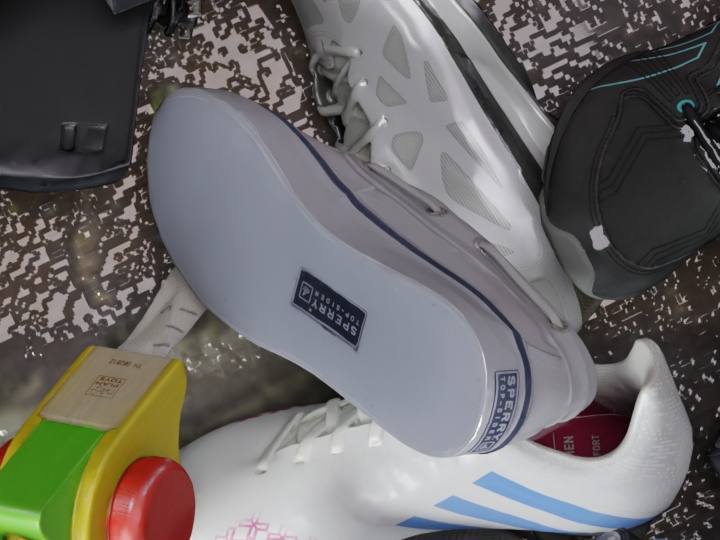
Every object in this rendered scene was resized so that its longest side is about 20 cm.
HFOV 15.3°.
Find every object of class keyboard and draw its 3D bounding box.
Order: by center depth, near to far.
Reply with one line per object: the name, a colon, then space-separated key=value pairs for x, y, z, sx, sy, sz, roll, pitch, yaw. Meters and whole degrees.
keyboard: x=-0.098 y=-0.118 z=0.975 sx=0.103 sy=0.040 sz=0.201 roll=6 pitch=72 yaw=-2

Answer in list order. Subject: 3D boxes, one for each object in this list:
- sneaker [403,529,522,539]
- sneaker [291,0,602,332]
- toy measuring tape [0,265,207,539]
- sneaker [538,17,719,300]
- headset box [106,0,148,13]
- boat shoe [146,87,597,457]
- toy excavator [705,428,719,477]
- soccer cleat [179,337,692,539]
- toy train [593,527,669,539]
sneaker: x=-0.015 y=0.178 z=0.965 sx=0.199 sy=0.074 sz=0.116 roll=-26 pitch=111 yaw=-20
sneaker: x=0.005 y=-0.041 z=0.970 sx=0.115 sy=0.076 sz=0.201 roll=-42 pitch=96 yaw=-11
toy measuring tape: x=-0.077 y=0.060 z=0.936 sx=0.074 sy=0.074 sz=0.200 roll=41 pitch=44 yaw=-4
sneaker: x=0.139 y=-0.063 z=0.956 sx=0.200 sy=0.079 sz=0.076 roll=-43 pitch=106 yaw=-33
headset box: x=-0.082 y=-0.209 z=0.889 sx=0.092 sy=0.174 sz=0.201 roll=-23 pitch=67 yaw=-9
boat shoe: x=0.000 y=0.000 z=0.915 sx=0.065 sy=0.200 sz=0.074 roll=-4 pitch=126 yaw=-41
toy excavator: x=0.244 y=0.028 z=0.998 sx=0.194 sy=0.200 sz=0.100 roll=-37 pitch=94 yaw=32
soccer cleat: x=0.018 y=0.058 z=0.946 sx=0.199 sy=0.087 sz=0.070 roll=-6 pitch=48 yaw=0
toy train: x=0.143 y=0.171 z=0.912 sx=0.200 sy=0.087 sz=0.115 roll=34 pitch=73 yaw=-15
